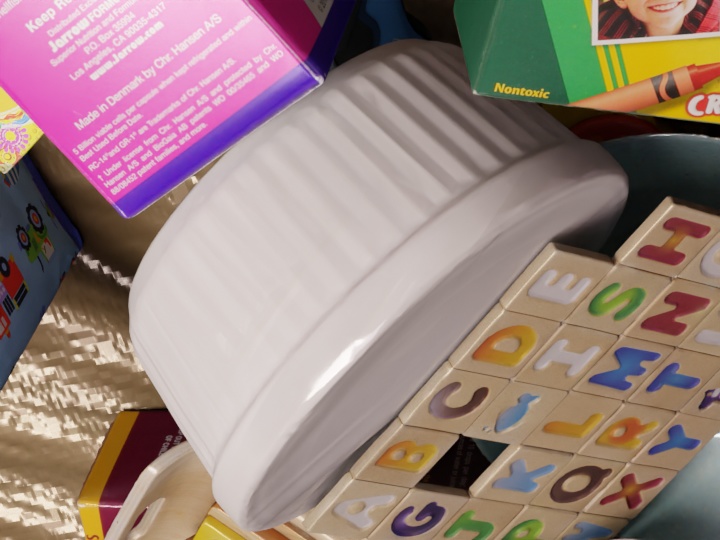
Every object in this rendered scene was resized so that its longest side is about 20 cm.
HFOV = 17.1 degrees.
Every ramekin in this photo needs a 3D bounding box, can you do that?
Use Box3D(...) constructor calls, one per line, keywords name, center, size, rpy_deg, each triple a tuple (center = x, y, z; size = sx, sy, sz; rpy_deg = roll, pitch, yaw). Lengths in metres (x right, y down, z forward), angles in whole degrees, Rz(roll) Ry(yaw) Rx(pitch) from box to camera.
Box3D(name="ramekin", center=(0.000, 0.000, 0.917), size=(0.094, 0.202, 0.203), rpy_deg=(47, 120, 14))

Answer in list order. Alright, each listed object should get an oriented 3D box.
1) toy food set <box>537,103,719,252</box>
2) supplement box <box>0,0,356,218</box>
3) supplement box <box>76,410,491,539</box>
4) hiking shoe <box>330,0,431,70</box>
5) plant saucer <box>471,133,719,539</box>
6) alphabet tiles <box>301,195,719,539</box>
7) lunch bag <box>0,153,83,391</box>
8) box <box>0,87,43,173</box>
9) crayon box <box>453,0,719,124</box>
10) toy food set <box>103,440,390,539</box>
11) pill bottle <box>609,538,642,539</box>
Box3D(name="toy food set", center=(0.126, -0.013, 1.053), size=(0.197, 0.049, 0.201), rpy_deg=(-17, 114, 19))
Box3D(name="supplement box", center=(-0.104, -0.136, 0.859), size=(0.103, 0.101, 0.200), rpy_deg=(-33, 109, 25))
Box3D(name="supplement box", center=(-0.023, 0.133, 1.140), size=(0.199, 0.086, 0.111), rpy_deg=(-1, 118, 11))
Box3D(name="hiking shoe", center=(-0.004, -0.073, 1.029), size=(0.086, 0.074, 0.201), rpy_deg=(-23, 139, -19))
Box3D(name="plant saucer", center=(0.134, 0.025, 1.023), size=(0.200, 0.039, 0.202), rpy_deg=(4, 120, 8))
Box3D(name="alphabet tiles", center=(0.094, 0.049, 0.960), size=(0.167, 0.008, 0.200), rpy_deg=(13, 129, -41))
Box3D(name="lunch bag", center=(-0.210, -0.052, 1.035), size=(0.094, 0.151, 0.201), rpy_deg=(-10, 116, 16))
Box3D(name="box", center=(-0.142, -0.187, 0.966), size=(0.192, 0.122, 0.200), rpy_deg=(40, 118, -13))
Box3D(name="crayon box", center=(0.148, -0.131, 0.793), size=(0.199, 0.058, 0.173), rpy_deg=(5, 129, -13))
Box3D(name="toy food set", center=(-0.024, 0.165, 1.029), size=(0.200, 0.060, 0.144), rpy_deg=(34, 145, 2))
Box3D(name="pill bottle", center=(0.143, 0.190, 1.075), size=(0.111, 0.112, 0.200), rpy_deg=(-14, 151, 18))
